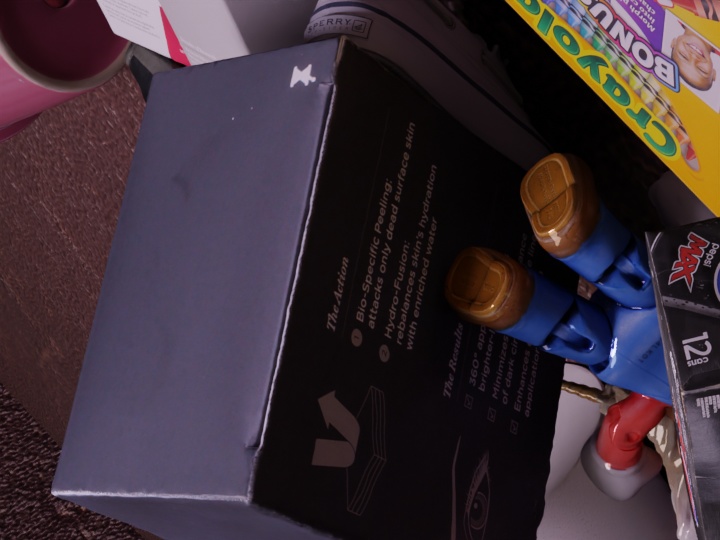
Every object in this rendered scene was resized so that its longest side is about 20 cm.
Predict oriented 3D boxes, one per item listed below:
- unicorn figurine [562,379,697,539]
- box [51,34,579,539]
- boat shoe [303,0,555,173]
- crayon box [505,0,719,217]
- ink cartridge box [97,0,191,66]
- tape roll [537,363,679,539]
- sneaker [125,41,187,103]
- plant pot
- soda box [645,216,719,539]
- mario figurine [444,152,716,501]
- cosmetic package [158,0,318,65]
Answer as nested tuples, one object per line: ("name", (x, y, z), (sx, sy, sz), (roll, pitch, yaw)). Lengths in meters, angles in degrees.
("unicorn figurine", (0.176, 0.134, 0.915), (0.137, 0.074, 0.200), (52, -172, -43))
("box", (-0.009, 0.033, 0.808), (0.117, 0.198, 0.200), (-4, 156, 38))
("boat shoe", (0.049, -0.082, 0.864), (0.073, 0.067, 0.200), (-2, 152, 33))
("crayon box", (0.113, -0.110, 0.658), (0.200, 0.058, 0.119), (47, 162, 10))
("ink cartridge box", (-0.109, -0.210, 0.952), (0.145, 0.083, 0.201), (29, 152, 49))
("tape roll", (0.087, 0.169, 1.045), (0.139, 0.202, 0.202), (56, 161, -16))
("sneaker", (-0.100, -0.072, 1.057), (0.199, 0.076, 0.115), (-131, 51, -64))
("plant pot", (-0.245, -0.178, 1.204), (0.178, 0.200, 0.200), (5, 134, 46))
("soda box", (0.152, 0.060, 0.689), (0.200, 0.063, 0.071), (69, -168, -54))
("mario figurine", (0.127, 0.028, 0.810), (0.200, 0.106, 0.123), (35, 139, -29))
("cosmetic package", (-0.044, -0.156, 0.871), (0.090, 0.107, 0.201), (29, 151, 49))
